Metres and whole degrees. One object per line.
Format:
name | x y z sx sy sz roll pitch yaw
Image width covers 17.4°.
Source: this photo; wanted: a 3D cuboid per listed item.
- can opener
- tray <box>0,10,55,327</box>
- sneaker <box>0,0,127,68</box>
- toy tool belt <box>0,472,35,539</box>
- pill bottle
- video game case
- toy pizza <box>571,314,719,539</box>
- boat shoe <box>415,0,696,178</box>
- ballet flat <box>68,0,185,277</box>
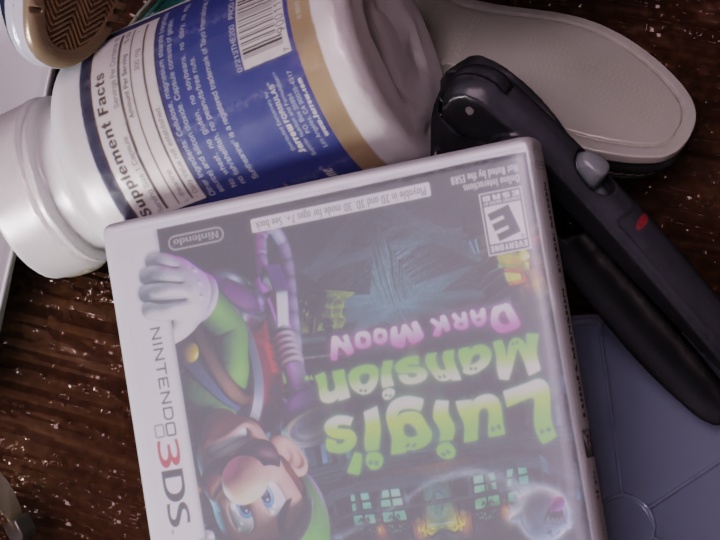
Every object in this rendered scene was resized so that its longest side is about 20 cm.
can opener | 0.106 -0.014 1.020 0.200 0.063 0.079 46 53 0
tray | -0.201 -0.042 1.207 0.107 0.022 0.201 4 80 39
sneaker | -0.156 -0.188 1.069 0.108 0.070 0.201 0 80 36
toy tool belt | -0.205 0.195 1.113 0.122 0.125 0.201 -25 91 19
pill bottle | -0.069 -0.066 1.067 0.199 0.111 0.112 -20 73 22
video game case | -0.005 0.052 0.989 0.199 0.023 0.183 -11 86 20
toy pizza | 0.112 0.115 1.032 0.199 0.032 0.201 5 65 -11
boat shoe | 0.064 -0.084 1.114 0.199 0.061 0.074 18 54 18
ballet flat | -0.101 -0.083 1.168 0.067 0.062 0.200 40 95 -1
